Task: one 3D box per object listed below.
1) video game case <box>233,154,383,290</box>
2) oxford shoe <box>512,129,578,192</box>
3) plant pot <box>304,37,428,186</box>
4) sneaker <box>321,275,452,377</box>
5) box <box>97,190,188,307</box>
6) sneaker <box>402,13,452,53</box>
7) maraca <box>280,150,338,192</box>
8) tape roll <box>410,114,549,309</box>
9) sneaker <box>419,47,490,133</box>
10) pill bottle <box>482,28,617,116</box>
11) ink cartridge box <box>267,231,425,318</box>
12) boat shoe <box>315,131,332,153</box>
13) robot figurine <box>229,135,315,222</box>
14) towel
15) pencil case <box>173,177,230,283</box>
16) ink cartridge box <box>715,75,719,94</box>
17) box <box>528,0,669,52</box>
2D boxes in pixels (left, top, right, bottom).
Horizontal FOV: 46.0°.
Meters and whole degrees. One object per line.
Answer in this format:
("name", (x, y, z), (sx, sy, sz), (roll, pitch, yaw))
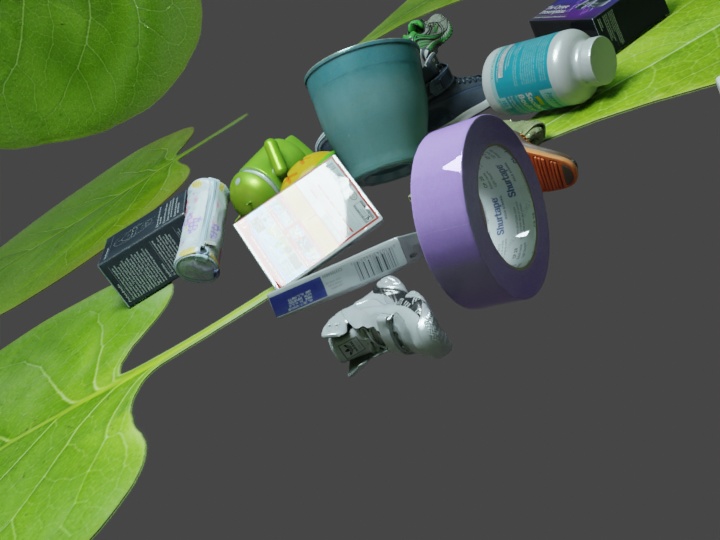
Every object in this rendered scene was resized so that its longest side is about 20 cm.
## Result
("video game case", (-0.082, -0.074, 1.328), (0.199, 0.144, 0.017), (-35, -21, -6))
("oxford shoe", (0.212, -0.160, 1.142), (0.198, 0.072, 0.073), (20, 56, 40))
("plant pot", (0.027, -0.246, 1.383), (0.197, 0.191, 0.200), (-16, -6, -2))
("sneaker", (0.026, 0.076, 0.958), (0.114, 0.076, 0.200), (-35, 19, -4))
("box", (-0.399, -0.045, 1.676), (0.198, 0.108, 0.149), (-30, 24, 4))
("sneaker", (0.158, -0.562, 1.999), (0.077, 0.086, 0.201), (-16, 28, 33))
("maraca", (-0.090, -0.116, 1.426), (0.201, 0.106, 0.137), (-55, -12, -18))
("tape roll", (0.135, -0.063, 0.924), (0.065, 0.202, 0.201), (-12, 30, 35))
("sneaker", (0.170, -0.341, 1.487), (0.201, 0.147, 0.077), (-36, 22, -12))
("pill bottle", (0.291, -0.305, 1.306), (0.199, 0.112, 0.111), (0, 39, 52))
("ink cartridge box", (0.000, 0.000, 1.137), (0.197, 0.041, 0.200), (-23, 0, 21))
("boat shoe", (-0.008, -0.252, 1.625), (0.198, 0.071, 0.091), (-20, 22, 22))
("robot figurine", (-0.168, -0.168, 1.610), (0.201, 0.115, 0.176), (-52, 3, -34))
("towel", (0.172, -0.161, 1.273), (0.199, 0.037, 0.148), (-40, 24, -13))
("pencil case", (-0.286, -0.074, 1.542), (0.082, 0.091, 0.202), (4, 49, -5))
("ink cartridge box", (0.386, -0.090, 0.731), (0.083, 0.145, 0.201), (-22, 26, 22))
("box", (0.405, -0.436, 1.460), (0.140, 0.080, 0.200), (-34, 23, -10))
